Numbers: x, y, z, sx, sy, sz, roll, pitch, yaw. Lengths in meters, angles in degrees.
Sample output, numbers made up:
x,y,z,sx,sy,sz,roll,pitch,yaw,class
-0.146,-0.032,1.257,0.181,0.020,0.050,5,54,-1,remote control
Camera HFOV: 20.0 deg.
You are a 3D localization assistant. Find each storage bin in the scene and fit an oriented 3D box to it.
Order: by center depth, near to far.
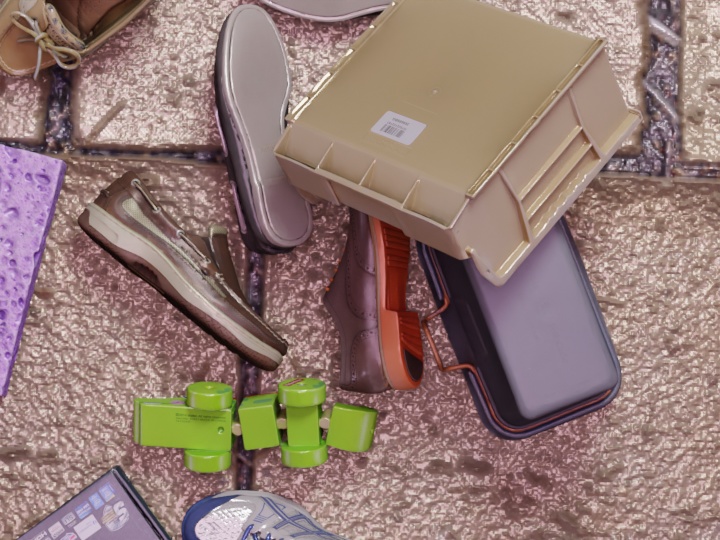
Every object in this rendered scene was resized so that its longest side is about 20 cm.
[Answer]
x,y,z,sx,sy,sz,roll,pitch,yaw,class
0.070,-0.106,1.554,0.199,0.094,0.199,25,65,38,storage bin
0.123,0.033,1.613,0.145,0.134,0.201,-21,88,-2,storage bin

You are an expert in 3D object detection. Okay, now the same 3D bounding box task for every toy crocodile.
x,y,z,sx,sy,sz,roll,pitch,yaw,class
-0.085,0.122,1.645,0.199,0.062,0.068,-2,102,4,toy crocodile

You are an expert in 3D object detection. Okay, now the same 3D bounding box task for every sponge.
x,y,z,sx,sy,sz,roll,pitch,yaw,class
-0.318,-0.005,1.656,0.111,0.030,0.201,14,88,-1,sponge

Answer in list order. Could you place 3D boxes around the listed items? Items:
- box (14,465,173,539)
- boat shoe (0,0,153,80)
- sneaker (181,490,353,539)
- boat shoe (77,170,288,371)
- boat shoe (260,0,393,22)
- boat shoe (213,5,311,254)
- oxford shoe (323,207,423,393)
x,y,z,sx,sy,sz,roll,pitch,yaw,class
-0.230,0.278,1.639,0.200,0.051,0.158,-35,90,-2,box
-0.221,-0.212,1.615,0.200,0.063,0.073,-35,123,23,boat shoe
-0.048,0.229,1.627,0.199,0.088,0.076,18,90,1,sneaker
-0.130,-0.005,1.640,0.202,0.075,0.075,39,82,0,boat shoe
0.005,-0.241,1.664,0.199,0.057,0.067,1,110,3,boat shoe
-0.089,-0.110,1.644,0.067,0.057,0.201,-7,83,-36,boat shoe
0.000,0.000,1.645,0.073,0.071,0.201,-11,76,21,oxford shoe
